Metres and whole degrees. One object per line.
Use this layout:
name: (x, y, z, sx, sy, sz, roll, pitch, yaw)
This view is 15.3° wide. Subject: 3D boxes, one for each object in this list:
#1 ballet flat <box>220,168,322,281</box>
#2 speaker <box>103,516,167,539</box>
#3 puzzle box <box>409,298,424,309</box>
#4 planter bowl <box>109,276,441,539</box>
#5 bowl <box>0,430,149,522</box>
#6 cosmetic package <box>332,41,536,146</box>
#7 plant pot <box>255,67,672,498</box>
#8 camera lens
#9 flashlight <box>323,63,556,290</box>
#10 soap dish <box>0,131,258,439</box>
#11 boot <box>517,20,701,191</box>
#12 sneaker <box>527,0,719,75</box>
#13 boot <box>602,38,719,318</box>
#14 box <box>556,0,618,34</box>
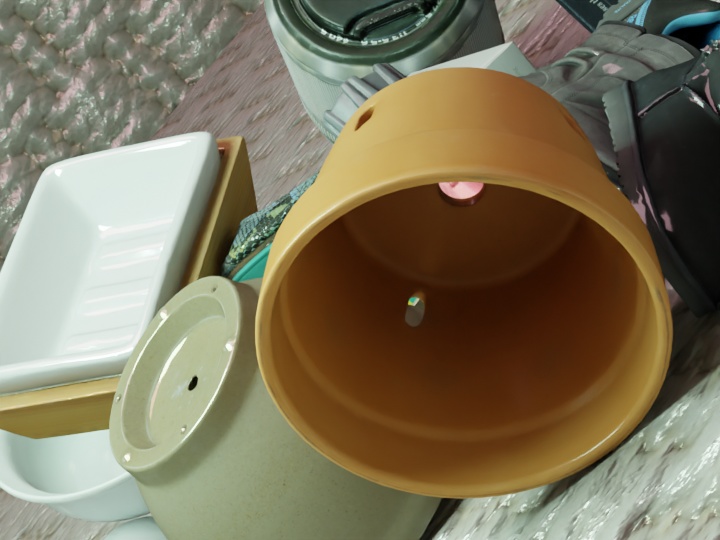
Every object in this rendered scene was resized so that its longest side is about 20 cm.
ballet flat: (-0.010, -0.044, 1.634, 0.200, 0.074, 0.074, -31, 20, 31)
speaker: (-0.129, 0.218, 1.615, 0.081, 0.081, 0.200, -47, 12, 9)
puzzle box: (0.000, 0.000, 1.666, 0.133, 0.025, 0.200, -53, 29, 0)
planter bowl: (-0.055, 0.085, 1.497, 0.200, 0.134, 0.201, -38, 36, 35)
bowl: (-0.142, 0.091, 1.745, 0.200, 0.090, 0.202, -21, 42, 20)
cosmetic package: (0.069, -0.075, 1.751, 0.085, 0.108, 0.200, -43, 12, -15)
plant pot: (0.051, -0.006, 1.327, 0.200, 0.200, 0.140, -42, 25, 28)
camera lens: (0.022, -0.175, 1.948, 0.160, 0.160, 0.200, -51, -22, -12)
flashlight: (0.055, -0.042, 1.491, 0.200, 0.068, 0.068, 41, 96, 36)
soap dish: (-0.153, 0.013, 1.694, 0.157, 0.081, 0.201, -10, 46, 30)
boot: (0.153, -0.082, 1.504, 0.131, 0.070, 0.200, -30, 40, -18)
sneaker: (0.147, -0.101, 1.622, 0.200, 0.073, 0.082, -49, 27, -19)
boot: (0.226, -0.084, 1.344, 0.200, 0.066, 0.165, -29, 43, 17)
box: (0.170, -0.290, 1.850, 0.197, 0.200, 0.124, -47, 11, 6)
